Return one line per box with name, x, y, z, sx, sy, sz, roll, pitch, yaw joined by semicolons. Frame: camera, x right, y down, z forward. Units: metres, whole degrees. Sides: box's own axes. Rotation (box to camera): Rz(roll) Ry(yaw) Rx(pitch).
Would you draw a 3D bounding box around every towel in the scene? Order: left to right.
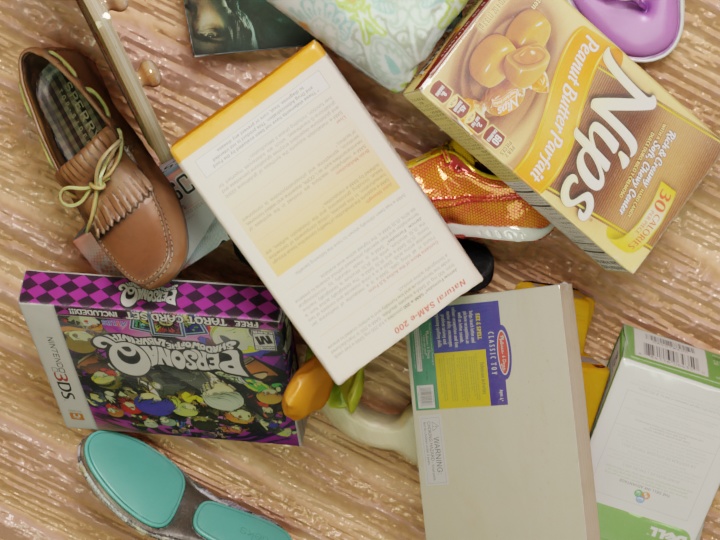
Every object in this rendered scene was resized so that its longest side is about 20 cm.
towel;0.015;-0.242;1.132;0.171;0.048;0.200;37;113;-6

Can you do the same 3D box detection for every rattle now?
rattle;0.045;0.116;1.277;0.130;0.143;0.200;-41;97;4

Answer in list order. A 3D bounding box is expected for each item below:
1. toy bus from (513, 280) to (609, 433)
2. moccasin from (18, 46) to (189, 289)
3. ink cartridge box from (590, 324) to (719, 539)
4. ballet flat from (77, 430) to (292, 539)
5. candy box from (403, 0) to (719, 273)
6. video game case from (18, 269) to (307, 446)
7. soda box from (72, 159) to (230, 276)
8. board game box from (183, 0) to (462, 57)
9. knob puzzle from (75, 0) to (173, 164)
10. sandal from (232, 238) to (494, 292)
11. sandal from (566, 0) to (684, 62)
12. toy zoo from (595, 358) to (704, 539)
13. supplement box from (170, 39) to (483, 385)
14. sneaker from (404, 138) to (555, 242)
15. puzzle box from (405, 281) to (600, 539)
toy bus;0.128;0.114;1.263;0.065;0.078;0.202;9;104;-33
moccasin;-0.186;-0.076;1.205;0.073;0.078;0.203;-31;73;19
ink cartridge box;0.215;0.152;1.283;0.103;0.059;0.202;17;115;1
ballet flat;-0.151;0.204;1.387;0.199;0.072;0.072;31;115;-4
candy box;0.142;-0.104;1.175;0.200;0.055;0.116;39;85;-11
video game case;-0.146;0.069;1.294;0.198;0.036;0.182;4;145;6
soda box;-0.116;-0.057;1.260;0.199;0.064;0.069;-32;106;21
board game box;-0.032;-0.226;1.189;0.198;0.028;0.137;-4;113;11
knob puzzle;-0.166;-0.167;1.141;0.030;0.220;0.221;-26;110;-6
sandal;0.000;0.000;1.266;0.198;0.075;0.045;8;127;2
sandal;0.164;-0.230;1.145;0.082;0.050;0.204;-17;111;16
toy zoo;0.212;0.169;1.337;0.130;0.020;0.202;11;115;4
supplement box;-0.023;-0.041;1.168;0.126;0.074;0.201;-34;98;4
sneaker;0.047;-0.061;1.238;0.198;0.073;0.078;-3;105;0
puzzle box;0.101;0.115;1.217;0.132;0.025;0.202;-7;88;33
